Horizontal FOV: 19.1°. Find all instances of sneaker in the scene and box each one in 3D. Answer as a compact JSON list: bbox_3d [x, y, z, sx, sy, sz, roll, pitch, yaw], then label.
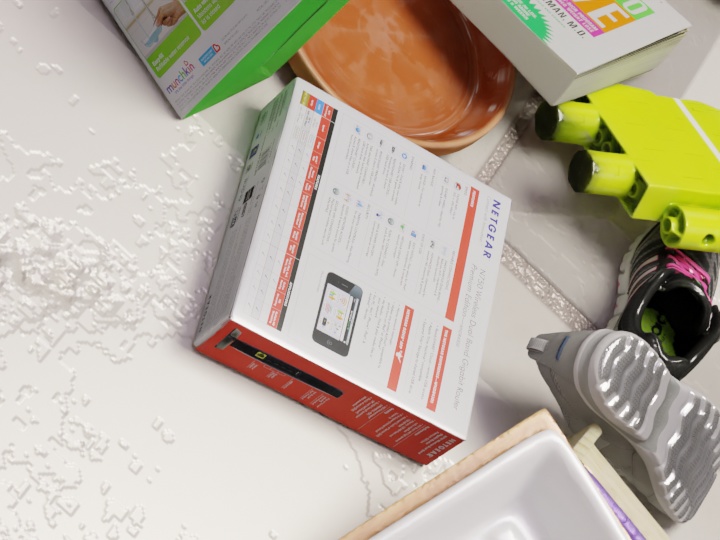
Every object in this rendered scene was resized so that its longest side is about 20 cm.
[{"bbox_3d":[0.180,0.095,1.434,0.075,0.082,0.200,-54,134,-20],"label":"sneaker"},{"bbox_3d":[0.222,0.023,1.513,0.074,0.087,0.200,41,49,-9],"label":"sneaker"}]

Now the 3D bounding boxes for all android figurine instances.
[{"bbox_3d":[0.226,-0.079,1.563,0.200,0.041,0.182,5,37,-32],"label":"android figurine"}]

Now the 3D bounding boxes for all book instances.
[{"bbox_3d":[0.145,-0.193,1.572,0.134,0.048,0.200,47,32,11],"label":"book"}]

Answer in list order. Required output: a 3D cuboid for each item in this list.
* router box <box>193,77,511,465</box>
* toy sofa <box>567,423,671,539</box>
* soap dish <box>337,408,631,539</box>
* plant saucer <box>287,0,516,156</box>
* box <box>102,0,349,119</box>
[{"bbox_3d":[0.000,0.000,1.393,0.179,0.049,0.200,29,52,-20],"label":"router box"},{"bbox_3d":[0.164,0.208,1.373,0.200,0.083,0.098,51,47,-1],"label":"toy sofa"},{"bbox_3d":[0.068,0.201,1.272,0.200,0.081,0.158,-31,84,-17],"label":"soap dish"},{"bbox_3d":[0.020,-0.169,1.514,0.200,0.032,0.201,17,56,-27],"label":"plant saucer"},{"bbox_3d":[-0.087,-0.226,1.357,0.097,0.200,0.177,-30,84,-43],"label":"box"}]
